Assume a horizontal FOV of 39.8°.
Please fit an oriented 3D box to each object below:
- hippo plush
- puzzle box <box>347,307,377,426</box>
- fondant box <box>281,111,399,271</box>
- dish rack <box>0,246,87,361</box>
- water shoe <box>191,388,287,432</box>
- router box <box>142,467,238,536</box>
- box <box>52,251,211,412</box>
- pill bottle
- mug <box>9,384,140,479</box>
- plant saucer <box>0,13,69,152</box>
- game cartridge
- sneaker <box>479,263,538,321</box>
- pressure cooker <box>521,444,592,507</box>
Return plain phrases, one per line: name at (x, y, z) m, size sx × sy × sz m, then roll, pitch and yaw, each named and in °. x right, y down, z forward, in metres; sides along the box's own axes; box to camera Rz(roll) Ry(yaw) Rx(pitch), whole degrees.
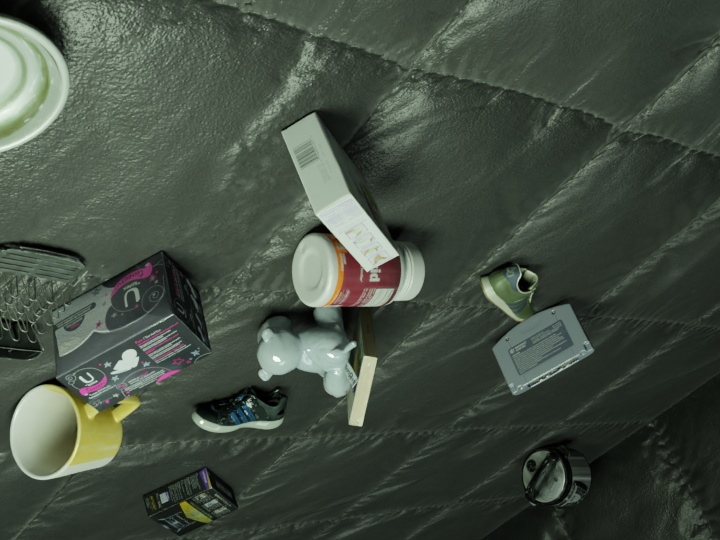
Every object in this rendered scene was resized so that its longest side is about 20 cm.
hippo plush at (-0.099, 0.151, 1.704) m, size 0.158 × 0.201 × 0.162 m, roll -7°, pitch 118°, yaw -9°
puzzle box at (0.000, 0.166, 1.749) m, size 0.025 × 0.201 × 0.135 m, roll 10°, pitch 112°, yaw -6°
fondant box at (-0.025, -0.103, 1.365) m, size 0.058 × 0.146 × 0.200 m, roll -28°, pitch 151°, yaw 9°
dish rack at (-0.474, 0.045, 1.371) m, size 0.200 × 0.055 × 0.152 m, roll -42°, pitch 148°, yaw 28°
water shoe at (-0.233, 0.260, 1.918) m, size 0.197 × 0.071 × 0.080 m, roll 3°, pitch 114°, yaw -38°
router box at (-0.379, 0.524, 2.239) m, size 0.155 × 0.053 × 0.201 m, roll -24°, pitch 151°, yaw -1°
box at (-0.337, 0.088, 1.454) m, size 0.198 × 0.133 × 0.115 m, roll -27°, pitch 139°, yaw 7°
pill bottle at (0.000, 0.000, 1.588) m, size 0.197 × 0.115 × 0.114 m, roll 0°, pitch 144°, yaw -38°
mug at (-0.462, 0.272, 1.658) m, size 0.184 × 0.152 × 0.153 m, roll 0°, pitch 170°, yaw 26°
plant saucer at (-0.402, -0.200, 1.021) m, size 0.197 × 0.051 × 0.201 m, roll -18°, pitch 151°, yaw -10°
game cartridge at (0.386, 0.162, 2.126) m, size 0.198 × 0.135 × 0.041 m, roll -31°, pitch 151°, yaw 16°
sneaker at (0.313, 0.041, 1.936) m, size 0.089 × 0.068 × 0.199 m, roll -30°, pitch 148°, yaw 22°
pressure cooker at (0.582, 0.623, 3.000) m, size 0.177 × 0.179 × 0.198 m, roll -14°, pitch 161°, yaw 40°
